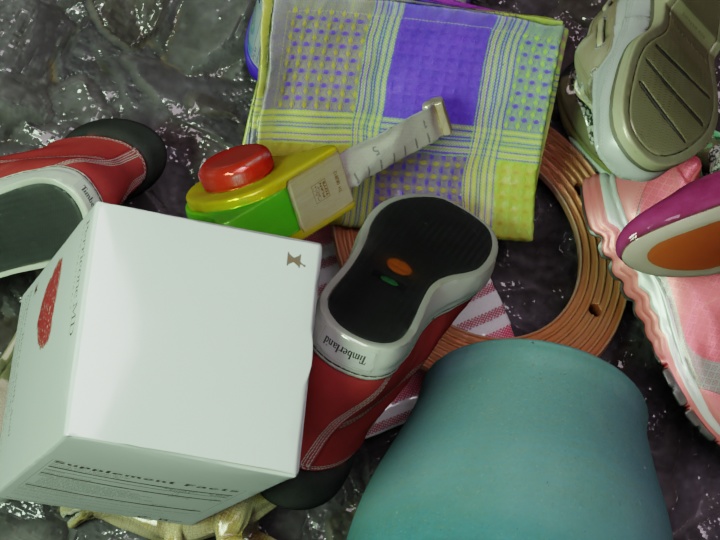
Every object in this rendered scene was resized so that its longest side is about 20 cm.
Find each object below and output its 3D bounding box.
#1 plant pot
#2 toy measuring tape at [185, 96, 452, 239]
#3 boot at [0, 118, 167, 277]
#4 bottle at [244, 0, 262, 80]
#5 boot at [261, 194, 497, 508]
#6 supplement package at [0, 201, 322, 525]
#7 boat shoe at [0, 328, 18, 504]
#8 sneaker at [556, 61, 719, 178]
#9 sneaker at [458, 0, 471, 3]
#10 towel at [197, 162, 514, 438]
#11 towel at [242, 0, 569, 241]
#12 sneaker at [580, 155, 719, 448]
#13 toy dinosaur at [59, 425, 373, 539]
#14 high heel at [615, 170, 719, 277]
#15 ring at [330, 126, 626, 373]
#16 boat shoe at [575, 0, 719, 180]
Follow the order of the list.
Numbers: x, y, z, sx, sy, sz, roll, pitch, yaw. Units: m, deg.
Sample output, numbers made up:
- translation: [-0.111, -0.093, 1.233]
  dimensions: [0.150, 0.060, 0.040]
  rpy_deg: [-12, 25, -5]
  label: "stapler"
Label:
- translation: [0.084, 0.149, 1.152]
  dimensions: [0.200, 0.200, 0.188]
  rpy_deg: [13, 55, -3]
  label: "plant pot"
- translation: [-0.036, -0.050, 1.165]
  dimensions: [0.200, 0.074, 0.074]
  rpy_deg: [-33, 78, -36]
  label: "toy measuring tape"
- translation: [-0.219, -0.040, 1.237]
  dimensions: [0.200, 0.144, 0.073]
  rpy_deg: [-9, 109, 21]
  label: "boot"
- translation: [-0.024, -0.186, 1.234]
  dimensions: [0.065, 0.200, 0.084]
  rpy_deg: [18, 61, -2]
  label: "bottle"
- translation: [0.003, 0.048, 1.159]
  dimensions: [0.072, 0.144, 0.200]
  rpy_deg: [30, 33, 9]
  label: "boot"
- translation: [-0.110, 0.054, 1.076]
  dimensions: [0.119, 0.200, 0.122]
  rpy_deg: [11, 72, -17]
  label: "supplement package"
- translation: [-0.169, 0.050, 1.206]
  dimensions: [0.075, 0.068, 0.200]
  rpy_deg: [40, 68, 3]
  label: "boat shoe"
- translation: [0.211, -0.072, 1.290]
  dimensions: [0.200, 0.089, 0.077]
  rpy_deg: [40, 71, 7]
  label: "sneaker"
- translation: [0.019, -0.238, 1.332]
  dimensions: [0.088, 0.081, 0.200]
  rpy_deg: [-30, 69, -34]
  label: "sneaker"
- translation: [0.000, 0.000, 1.271]
  dimensions: [0.146, 0.030, 0.200]
  rpy_deg: [-20, 75, -16]
  label: "towel"
- translation: [0.024, -0.092, 1.212]
  dimensions: [0.200, 0.023, 0.144]
  rpy_deg: [7, 100, -23]
  label: "towel"
- translation: [0.209, 0.019, 1.240]
  dimensions: [0.087, 0.074, 0.200]
  rpy_deg: [-28, 90, 12]
  label: "sneaker"
- translation: [-0.072, 0.138, 1.185]
  dimensions: [0.199, 0.058, 0.101]
  rpy_deg: [-15, 86, -2]
  label: "toy dinosaur"
- translation: [0.218, -0.058, 1.214]
  dimensions: [0.200, 0.068, 0.096]
  rpy_deg: [-14, 54, -26]
  label: "high heel"
- translation: [0.073, -0.017, 1.266]
  dimensions: [0.200, 0.019, 0.201]
  rpy_deg: [10, 62, -19]
  label: "ring"
- translation: [0.167, -0.113, 1.229]
  dimensions: [0.075, 0.068, 0.200]
  rpy_deg: [48, 38, -18]
  label: "boat shoe"
